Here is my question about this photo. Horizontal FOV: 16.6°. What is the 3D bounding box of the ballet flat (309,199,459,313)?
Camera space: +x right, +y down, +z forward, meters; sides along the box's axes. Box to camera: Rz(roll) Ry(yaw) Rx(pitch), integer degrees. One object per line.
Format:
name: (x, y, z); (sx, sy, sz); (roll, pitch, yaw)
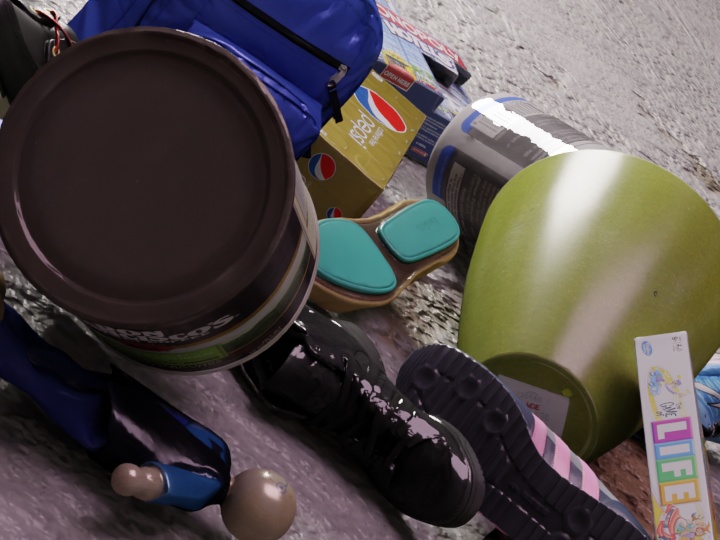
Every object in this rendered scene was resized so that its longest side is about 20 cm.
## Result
ballet flat: (0.000, 0.000, 1.613); (0.069, 0.063, 0.200); (55, 30, 12)

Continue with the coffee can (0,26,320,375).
coffee can: (-0.098, -0.030, 1.271); (0.146, 0.146, 0.200); (45, -4, 8)

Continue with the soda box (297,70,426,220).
soda box: (-0.011, -0.083, 1.752); (0.068, 0.064, 0.200); (40, 21, -4)

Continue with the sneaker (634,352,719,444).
sneaker: (0.238, 0.109, 1.828); (0.200, 0.078, 0.090); (18, 44, -34)

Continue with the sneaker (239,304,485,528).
sneaker: (-0.018, 0.073, 1.440); (0.104, 0.060, 0.200); (16, 27, -51)

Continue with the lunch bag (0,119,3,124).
lunch bag: (-0.284, -0.062, 1.209); (0.200, 0.094, 0.151); (32, 23, 0)

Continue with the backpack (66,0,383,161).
backpack: (-0.078, -0.127, 1.526); (0.162, 0.200, 0.168); (30, 23, -29)

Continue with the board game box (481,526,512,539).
board game box: (0.100, 0.200, 1.443); (0.105, 0.023, 0.200); (46, 21, 6)

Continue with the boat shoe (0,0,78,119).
boat shoe: (-0.192, -0.128, 1.395); (0.201, 0.063, 0.074); (83, -16, -78)

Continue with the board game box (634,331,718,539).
board game box: (0.200, 0.157, 1.512); (0.135, 0.034, 0.200); (73, 12, -47)

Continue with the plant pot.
plant pot: (0.140, 0.047, 1.636); (0.187, 0.187, 0.200); (40, 35, -4)

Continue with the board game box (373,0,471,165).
board game box: (0.018, -0.175, 1.993); (0.200, 0.062, 0.200); (26, 26, -36)

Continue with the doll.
doll: (-0.118, 0.079, 1.252); (0.200, 0.048, 0.136); (36, 9, -14)

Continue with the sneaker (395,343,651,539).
sneaker: (0.099, 0.127, 1.488); (0.200, 0.070, 0.082); (48, 4, 13)

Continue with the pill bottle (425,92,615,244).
pill bottle: (0.151, -0.042, 1.815); (0.114, 0.114, 0.200); (18, 13, -47)
